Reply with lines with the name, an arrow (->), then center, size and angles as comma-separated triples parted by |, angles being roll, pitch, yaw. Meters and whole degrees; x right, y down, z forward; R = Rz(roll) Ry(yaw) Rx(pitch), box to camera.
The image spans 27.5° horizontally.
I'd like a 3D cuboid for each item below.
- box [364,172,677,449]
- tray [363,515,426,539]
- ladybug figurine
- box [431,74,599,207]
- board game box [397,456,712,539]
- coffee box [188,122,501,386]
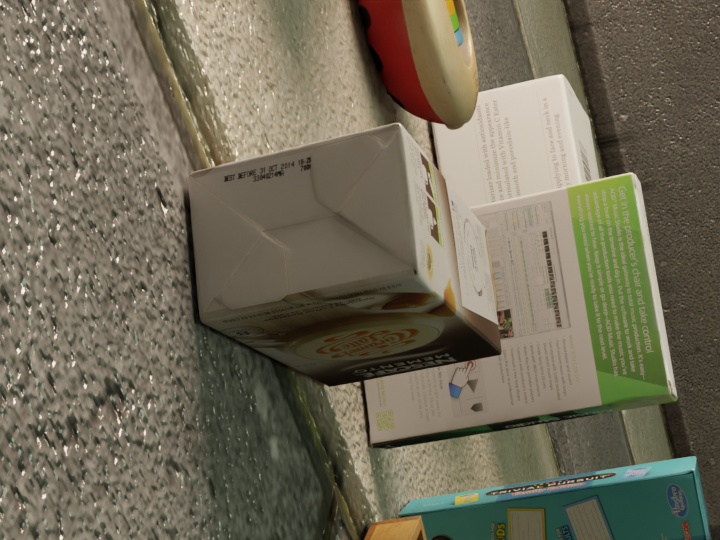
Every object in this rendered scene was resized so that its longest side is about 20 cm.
box -> 0.094, 0.029, 0.951 | 0.036, 0.199, 0.145 | 25, 56, -68
tray -> 0.034, 0.261, 0.884 | 0.099, 0.037, 0.201 | -49, 128, -72
ladybug figurine -> 0.042, -0.203, 1.167 | 0.136, 0.071, 0.201 | -67, 143, -66
box -> 0.159, -0.055, 1.386 | 0.200, 0.130, 0.200 | 23, 57, -73
board game box -> 0.139, 0.216, 0.982 | 0.047, 0.199, 0.152 | -18, 97, -75
coffee box -> 0.000, 0.000, 0.788 | 0.200, 0.114, 0.080 | 37, 44, -68
